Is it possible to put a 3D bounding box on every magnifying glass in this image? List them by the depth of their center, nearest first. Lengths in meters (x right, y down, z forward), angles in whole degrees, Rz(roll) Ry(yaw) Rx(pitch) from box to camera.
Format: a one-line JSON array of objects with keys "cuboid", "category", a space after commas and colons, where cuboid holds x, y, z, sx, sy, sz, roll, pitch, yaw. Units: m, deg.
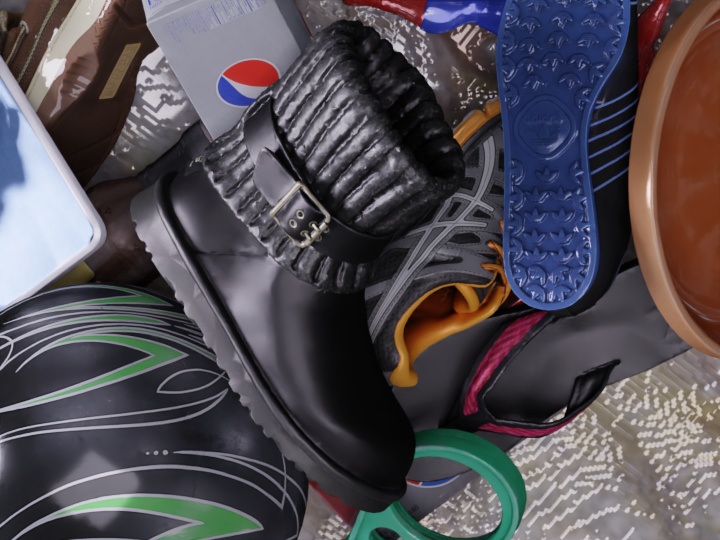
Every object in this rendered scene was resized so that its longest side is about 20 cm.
[{"cuboid": [0.010, 0.146, 1.606, 0.080, 0.022, 0.200, 43, 131, -13], "category": "magnifying glass"}]

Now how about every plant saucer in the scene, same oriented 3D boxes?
[{"cuboid": [0.202, -0.053, 1.551, 0.032, 0.200, 0.202, 8, 116, 43], "category": "plant saucer"}]

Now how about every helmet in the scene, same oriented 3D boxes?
[{"cuboid": [-0.127, 0.102, 1.530, 0.190, 0.200, 0.200, -34, 106, 12], "category": "helmet"}]

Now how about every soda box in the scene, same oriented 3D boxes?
[{"cuboid": [-0.051, -0.097, 1.524, 0.063, 0.069, 0.200, -22, 138, 6], "category": "soda box"}, {"cuboid": [0.061, 0.062, 1.629, 0.200, 0.063, 0.070, -39, 107, 10], "category": "soda box"}]

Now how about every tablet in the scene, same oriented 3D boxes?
[{"cuboid": [-0.226, -0.067, 1.556, 0.130, 0.014, 0.201, -35, 83, 24], "category": "tablet"}]

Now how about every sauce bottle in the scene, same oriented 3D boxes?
[{"cuboid": [-0.146, -0.003, 1.603, 0.200, 0.065, 0.065, -38, 105, 10], "category": "sauce bottle"}]

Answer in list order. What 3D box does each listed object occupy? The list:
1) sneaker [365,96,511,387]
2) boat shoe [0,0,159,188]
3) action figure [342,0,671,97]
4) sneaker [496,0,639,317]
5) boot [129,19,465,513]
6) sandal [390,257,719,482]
[{"cuboid": [0.056, -0.015, 1.566, 0.200, 0.077, 0.078, -44, 149, -11], "category": "sneaker"}, {"cuboid": [-0.159, -0.109, 1.573, 0.075, 0.074, 0.203, 50, 119, 27], "category": "boat shoe"}, {"cuboid": [0.101, -0.153, 1.556, 0.199, 0.065, 0.099, 20, 116, -8], "category": "action figure"}, {"cuboid": [0.107, -0.077, 1.517, 0.070, 0.078, 0.202, 7, 90, 16], "category": "sneaker"}, {"cuboid": [-0.001, 0.000, 1.467, 0.157, 0.079, 0.212, -35, 93, 22], "category": "boot"}, {"cuboid": [0.097, 0.050, 1.569, 0.199, 0.045, 0.075, -28, 109, 7], "category": "sandal"}]
